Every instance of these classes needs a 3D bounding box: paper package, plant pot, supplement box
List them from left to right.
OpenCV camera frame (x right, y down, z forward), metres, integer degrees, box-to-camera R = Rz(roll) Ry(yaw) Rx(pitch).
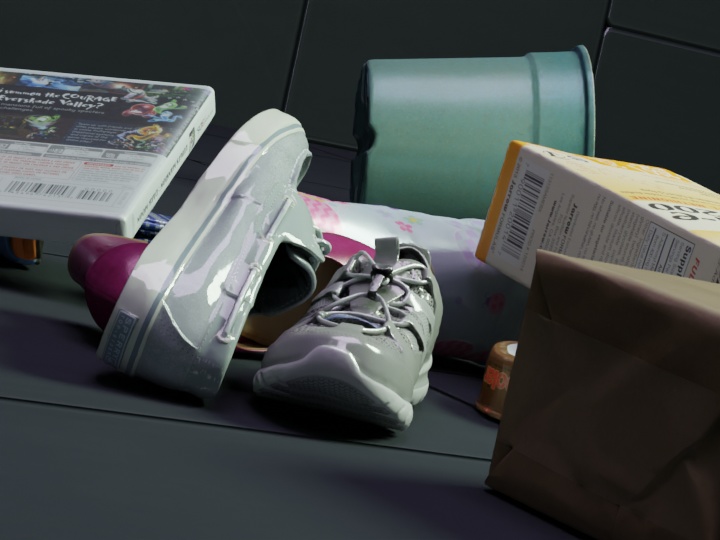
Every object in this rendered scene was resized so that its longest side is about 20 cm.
[{"bbox_3d":[0.094,-0.106,2.335,0.195,0.202,0.200,4,6,-6],"label":"plant pot"},{"bbox_3d":[0.173,0.000,1.414,0.125,0.074,0.200,8,15,-38],"label":"supplement box"},{"bbox_3d":[0.182,0.069,1.074,0.199,0.104,0.190,10,5,-31],"label":"paper package"}]

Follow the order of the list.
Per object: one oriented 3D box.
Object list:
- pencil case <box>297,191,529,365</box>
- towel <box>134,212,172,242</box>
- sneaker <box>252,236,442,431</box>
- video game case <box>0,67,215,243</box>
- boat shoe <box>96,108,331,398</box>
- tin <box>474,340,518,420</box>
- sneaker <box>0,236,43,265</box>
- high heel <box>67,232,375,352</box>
[{"bbox_3d":[0.000,0.000,1.475,0.199,0.084,0.091,8,14,-33],"label":"pencil case"},{"bbox_3d":[-0.094,-0.015,1.793,0.199,0.024,0.145,13,3,-11],"label":"towel"},{"bbox_3d":[-0.002,0.023,1.229,0.074,0.083,0.200,13,5,5],"label":"sneaker"},{"bbox_3d":[-0.200,-0.068,1.486,0.199,0.023,0.182,6,28,11],"label":"video game case"},{"bbox_3d":[-0.054,-0.003,1.226,0.071,0.070,0.201,29,37,3],"label":"boat shoe"},{"bbox_3d":[0.154,0.071,1.354,0.199,0.042,0.112,10,2,-25],"label":"tin"},{"bbox_3d":[-0.228,-0.052,1.564,0.078,0.076,0.200,8,4,-13],"label":"sneaker"},{"bbox_3d":[-0.044,0.021,1.315,0.199,0.068,0.096,3,16,-23],"label":"high heel"}]
